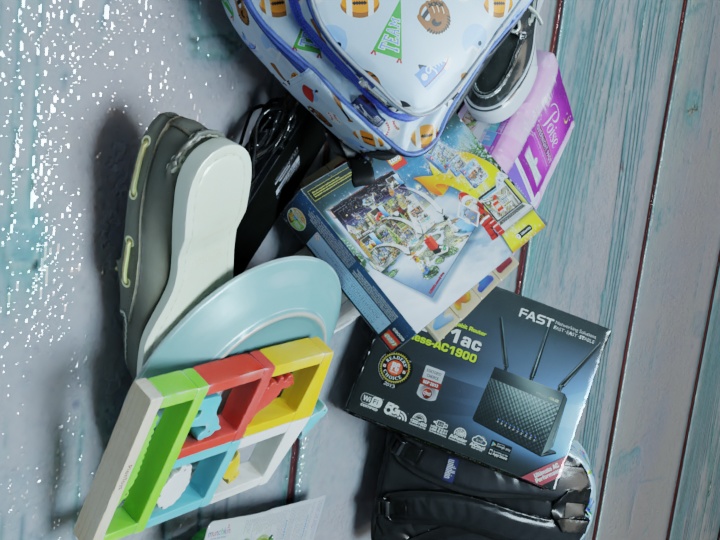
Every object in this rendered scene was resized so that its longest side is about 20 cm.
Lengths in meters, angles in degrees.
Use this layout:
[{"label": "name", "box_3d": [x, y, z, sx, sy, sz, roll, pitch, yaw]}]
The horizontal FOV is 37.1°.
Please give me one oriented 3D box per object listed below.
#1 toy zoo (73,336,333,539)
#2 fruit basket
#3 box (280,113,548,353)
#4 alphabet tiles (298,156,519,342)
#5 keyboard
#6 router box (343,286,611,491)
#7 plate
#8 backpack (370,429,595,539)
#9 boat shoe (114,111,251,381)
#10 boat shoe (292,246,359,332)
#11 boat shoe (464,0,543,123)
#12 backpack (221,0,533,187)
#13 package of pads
[{"label": "toy zoo", "box_3d": [-0.093, 0.111, 0.736, 0.200, 0.020, 0.132, -11, 135, -51]}, {"label": "fruit basket", "box_3d": [-0.096, 0.274, 0.850, 0.200, 0.093, 0.186, 10, 95, -73]}, {"label": "box", "box_3d": [0.049, -0.041, 0.857, 0.200, 0.137, 0.038, -35, 174, -42]}, {"label": "alphabet tiles", "box_3d": [0.044, -0.037, 0.882, 0.200, 0.167, 0.006, -39, 177, -43]}, {"label": "keyboard", "box_3d": [-0.069, -0.084, 0.790, 0.200, 0.039, 0.104, -61, 167, -23]}, {"label": "router box", "box_3d": [0.103, 0.090, 0.952, 0.062, 0.199, 0.150, 93, 18, -80]}, {"label": "plate", "box_3d": [-0.082, 0.077, 0.759, 0.200, 0.026, 0.201, -36, 151, -24]}, {"label": "backpack", "box_3d": [0.127, 0.199, 1.031, 0.154, 0.199, 0.164, -18, 117, -73]}, {"label": "boat shoe", "box_3d": [-0.123, -0.005, 0.693, 0.072, 0.060, 0.202, -25, 142, -48]}, {"label": "boat shoe", "box_3d": [0.000, 0.000, 0.888, 0.200, 0.072, 0.069, -45, 157, -47]}, {"label": "boat shoe", "box_3d": [0.134, -0.236, 0.983, 0.068, 0.073, 0.200, 38, 70, -59]}, {"label": "backpack", "box_3d": [0.006, -0.187, 0.701, 0.190, 0.154, 0.200, 37, 79, -10]}, {"label": "package of pads", "box_3d": [0.133, -0.104, 1.035, 0.201, 0.075, 0.121, -61, 147, -21]}]
